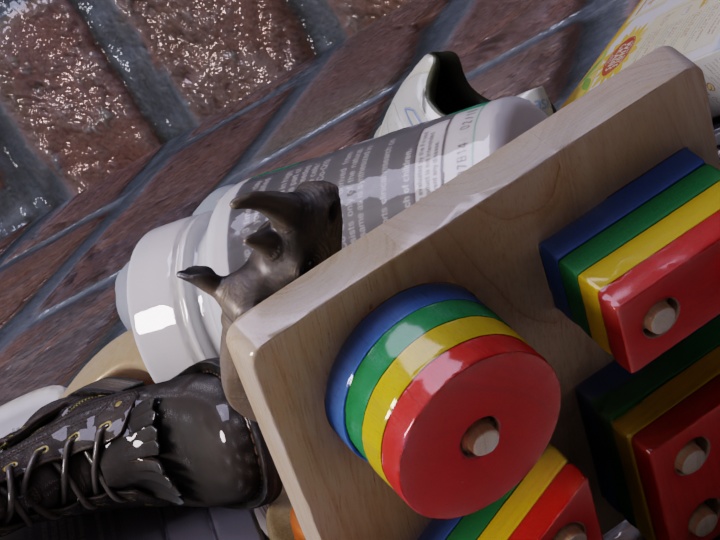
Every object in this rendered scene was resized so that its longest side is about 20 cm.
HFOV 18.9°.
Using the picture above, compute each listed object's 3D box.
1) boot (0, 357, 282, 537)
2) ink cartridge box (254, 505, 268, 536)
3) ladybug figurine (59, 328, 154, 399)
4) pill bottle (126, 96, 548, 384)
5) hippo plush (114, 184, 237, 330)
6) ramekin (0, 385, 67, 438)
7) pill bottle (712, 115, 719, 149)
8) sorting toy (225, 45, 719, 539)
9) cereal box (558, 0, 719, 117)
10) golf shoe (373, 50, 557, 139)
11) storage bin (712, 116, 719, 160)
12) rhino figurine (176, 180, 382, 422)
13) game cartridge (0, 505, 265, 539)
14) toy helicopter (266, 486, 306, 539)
[{"bbox_3d":[-0.144,0.099,0.936,0.174,0.069,0.200,-20,6,-34],"label":"boot"},{"bbox_3d":[0.055,0.067,1.122,0.161,0.050,0.200,-17,21,50],"label":"ink cartridge box"},{"bbox_3d":[-0.115,0.116,1.175,0.072,0.136,0.200,15,-62,-51],"label":"ladybug figurine"},{"bbox_3d":[0.000,0.000,0.995,0.200,0.113,0.113,-16,18,25],"label":"pill bottle"},{"bbox_3d":[-0.052,0.032,1.250,0.200,0.161,0.159,-32,11,0],"label":"hippo plush"},{"bbox_3d":[-0.217,0.156,1.311,0.200,0.105,0.200,-31,11,7],"label":"ramekin"},{"bbox_3d":[0.249,-0.087,1.087,0.200,0.112,0.112,-34,12,-4],"label":"pill bottle"},{"bbox_3d":[0.074,0.054,0.806,0.199,0.200,0.070,-33,45,-15],"label":"sorting toy"},{"bbox_3d":[0.186,-0.132,1.040,0.144,0.040,0.200,-52,13,-17],"label":"cereal box"},{"bbox_3d":[0.084,-0.040,1.091,0.078,0.200,0.097,-12,-53,-51],"label":"golf shoe"},{"bbox_3d":[0.203,-0.035,0.947,0.200,0.094,0.135,-22,3,21],"label":"storage bin"},{"bbox_3d":[-0.010,0.030,0.817,0.087,0.200,0.060,-36,53,-4],"label":"rhino figurine"},{"bbox_3d":[-0.111,0.127,0.995,0.129,0.038,0.200,-20,17,-5],"label":"game cartridge"},{"bbox_3d":[0.055,0.088,0.949,0.200,0.079,0.132,-17,30,-4],"label":"toy helicopter"}]
